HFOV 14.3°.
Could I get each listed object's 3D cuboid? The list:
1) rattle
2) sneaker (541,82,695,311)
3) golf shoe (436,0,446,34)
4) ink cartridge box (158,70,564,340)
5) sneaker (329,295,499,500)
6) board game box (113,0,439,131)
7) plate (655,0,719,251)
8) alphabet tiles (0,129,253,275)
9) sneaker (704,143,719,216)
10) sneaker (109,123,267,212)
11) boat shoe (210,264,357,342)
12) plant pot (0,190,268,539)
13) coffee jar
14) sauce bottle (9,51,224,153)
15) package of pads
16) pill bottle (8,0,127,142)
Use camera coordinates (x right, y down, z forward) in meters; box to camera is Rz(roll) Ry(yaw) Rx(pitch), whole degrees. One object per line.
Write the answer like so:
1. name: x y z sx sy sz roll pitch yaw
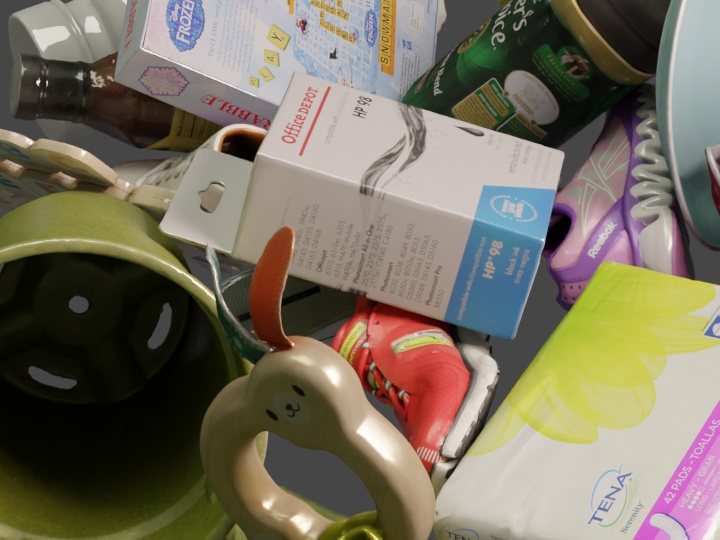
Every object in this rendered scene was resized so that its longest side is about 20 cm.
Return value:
1. rattle: -0.052 0.099 1.370 0.130 0.200 0.143 27 55 37
2. sneaker: 0.144 -0.039 1.671 0.088 0.081 0.200 -13 32 12
3. golf shoe: 0.033 -0.229 1.979 0.075 0.092 0.200 -4 31 12
4. ink cartridge box: 0.002 -0.042 1.554 0.200 0.067 0.116 17 28 1
5. sneaker: 0.023 0.060 1.528 0.085 0.077 0.200 16 24 -8
6. board game box: -0.046 -0.167 1.786 0.199 0.041 0.200 23 51 -21
7. plate: 0.205 -0.112 1.636 0.026 0.201 0.200 7 36 28
8. alphabet tiles: -0.160 -0.039 1.675 0.200 0.196 0.015 13 76 31
9. sneaker: 0.229 -0.005 1.555 0.071 0.113 0.200 -9 32 3
10. sneaker: -0.088 -0.059 1.749 0.200 0.085 0.073 11 38 39
11. boat shoe: 0.000 0.000 1.647 0.200 0.074 0.067 -13 0 -12
12. plant pot: -0.153 0.047 1.531 0.200 0.201 0.184 -11 21 -1
13. coffee jar: 0.116 -0.127 1.709 0.200 0.085 0.104 -37 10 35
14. sauce bottle: -0.118 -0.107 1.798 0.199 0.066 0.066 6 30 -14
15. package of pads: 0.144 0.089 1.446 0.154 0.068 0.200 13 49 32
16. pill bottle: -0.122 -0.157 1.881 0.200 0.120 0.120 -21 34 -17
